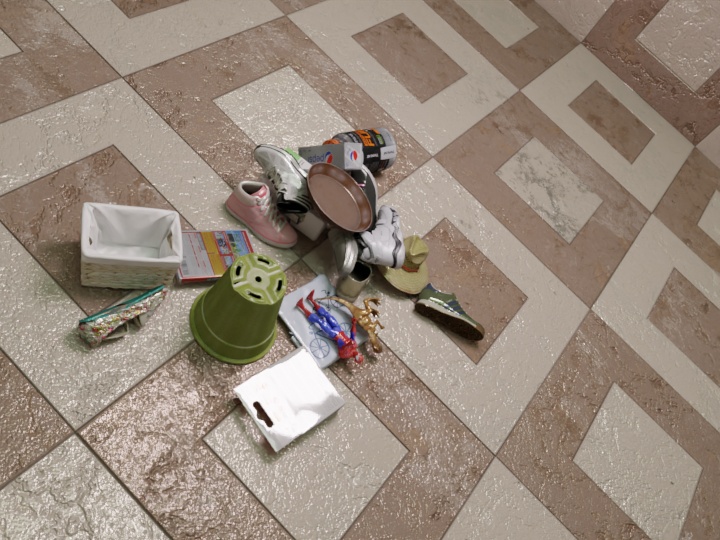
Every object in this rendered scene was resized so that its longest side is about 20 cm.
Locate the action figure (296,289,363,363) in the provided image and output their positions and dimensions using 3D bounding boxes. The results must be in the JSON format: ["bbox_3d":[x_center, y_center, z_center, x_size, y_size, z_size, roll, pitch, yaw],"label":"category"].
[{"bbox_3d":[-0.052,0.122,1.556,0.200,0.099,0.065,50,49,7],"label":"action figure"}]

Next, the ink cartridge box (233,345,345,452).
[{"bbox_3d":[-0.152,0.272,1.455,0.199,0.050,0.161,-30,75,-36],"label":"ink cartridge box"}]

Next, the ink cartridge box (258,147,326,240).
[{"bbox_3d":[-0.153,-0.195,1.759,0.199,0.084,0.146,36,48,-3],"label":"ink cartridge box"}]

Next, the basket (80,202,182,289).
[{"bbox_3d":[-0.485,-0.045,1.438,0.198,0.124,0.137,5,55,-28],"label":"basket"}]

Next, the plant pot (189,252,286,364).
[{"bbox_3d":[-0.242,0.065,1.452,0.198,0.190,0.202,14,52,-19],"label":"plant pot"}]

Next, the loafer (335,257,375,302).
[{"bbox_3d":[0.000,0.000,1.707,0.075,0.068,0.201,30,39,-7],"label":"loafer"}]

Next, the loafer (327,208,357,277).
[{"bbox_3d":[-0.048,-0.075,1.663,0.069,0.070,0.202,21,46,-29],"label":"loafer"}]

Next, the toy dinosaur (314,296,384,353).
[{"bbox_3d":[-0.001,0.102,1.623,0.200,0.061,0.106,47,48,8],"label":"toy dinosaur"}]

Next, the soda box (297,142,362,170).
[{"bbox_3d":[-0.081,-0.292,1.792,0.063,0.199,0.069,-7,98,-41],"label":"soda box"}]

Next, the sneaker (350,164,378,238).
[{"bbox_3d":[-0.003,-0.173,1.770,0.099,0.070,0.203,-27,111,-62],"label":"sneaker"}]

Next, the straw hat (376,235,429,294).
[{"bbox_3d":[0.130,-0.045,1.783,0.200,0.085,0.203,27,43,-28],"label":"straw hat"}]

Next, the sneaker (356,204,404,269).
[{"bbox_3d":[0.040,-0.091,1.709,0.113,0.076,0.202,5,49,-17],"label":"sneaker"}]

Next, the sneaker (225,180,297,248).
[{"bbox_3d":[-0.229,-0.140,1.665,0.199,0.105,0.076,34,44,-4],"label":"sneaker"}]

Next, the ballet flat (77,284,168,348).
[{"bbox_3d":[-0.474,0.094,1.394,0.199,0.075,0.065,-27,104,-35],"label":"ballet flat"}]

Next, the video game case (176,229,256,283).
[{"bbox_3d":[-0.334,-0.036,1.575,0.198,0.018,0.144,-3,51,-31],"label":"video game case"}]

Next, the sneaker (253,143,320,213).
[{"bbox_3d":[-0.188,-0.213,1.640,0.200,0.076,0.116,38,43,-5],"label":"sneaker"}]

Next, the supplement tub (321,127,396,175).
[{"bbox_3d":[-0.007,-0.326,1.911,0.198,0.123,0.123,-18,67,-37],"label":"supplement tub"}]

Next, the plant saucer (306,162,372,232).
[{"bbox_3d":[-0.056,-0.169,1.648,0.199,0.034,0.202,30,40,-29],"label":"plant saucer"}]

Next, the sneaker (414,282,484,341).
[{"bbox_3d":[0.240,0.099,1.780,0.198,0.067,0.091,27,54,-6],"label":"sneaker"}]

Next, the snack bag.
[{"bbox_3d":[-0.095,0.118,1.611,0.188,0.021,0.201,-30,76,-41],"label":"snack bag"}]
